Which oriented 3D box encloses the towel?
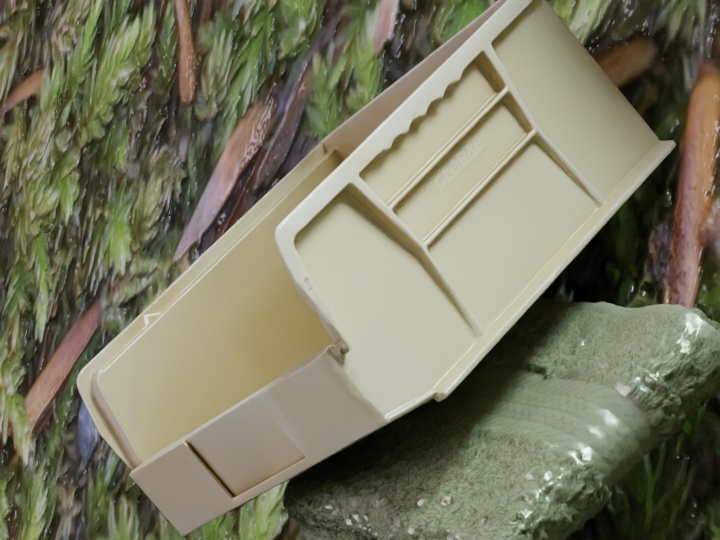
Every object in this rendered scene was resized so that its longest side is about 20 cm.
[{"bbox_3d":[0.053,0.064,1.086,0.148,0.037,0.200,-44,19,-17],"label":"towel"}]

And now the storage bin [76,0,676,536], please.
[{"bbox_3d":[0.000,0.000,1.136,0.199,0.094,0.200,-45,6,-33],"label":"storage bin"}]
